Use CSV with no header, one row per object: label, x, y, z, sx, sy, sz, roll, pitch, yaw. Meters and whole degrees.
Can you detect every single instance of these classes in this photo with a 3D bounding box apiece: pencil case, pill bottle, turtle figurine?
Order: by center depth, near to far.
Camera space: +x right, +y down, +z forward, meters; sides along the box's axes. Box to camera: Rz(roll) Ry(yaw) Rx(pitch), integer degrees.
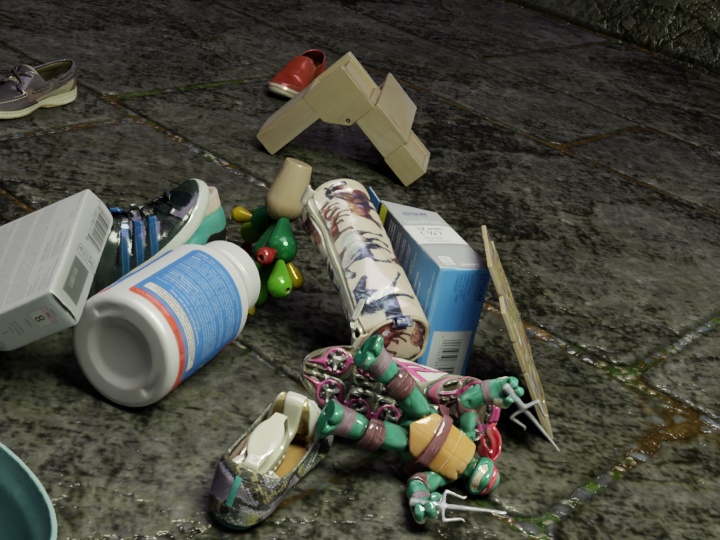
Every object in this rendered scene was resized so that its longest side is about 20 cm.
turtle figurine,0.067,0.150,1.005,0.199,0.101,0.151,32,65,-10
pill bottle,-0.176,0.041,1.108,0.111,0.114,0.200,20,26,17
pencil case,0.000,0.000,1.159,0.089,0.078,0.201,21,36,-47

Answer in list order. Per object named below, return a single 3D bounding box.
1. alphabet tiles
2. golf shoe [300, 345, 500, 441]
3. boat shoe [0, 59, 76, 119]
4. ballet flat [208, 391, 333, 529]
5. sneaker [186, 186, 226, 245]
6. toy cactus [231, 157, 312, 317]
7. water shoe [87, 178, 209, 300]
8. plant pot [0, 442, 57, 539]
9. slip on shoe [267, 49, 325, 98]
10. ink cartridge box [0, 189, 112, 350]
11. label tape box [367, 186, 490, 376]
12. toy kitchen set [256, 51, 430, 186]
alphabet tiles,0.156,0.061,1.147,0.006,0.202,0.167,-18,23,10
golf shoe,0.029,0.118,1.091,0.198,0.074,0.092,17,-5,-21
boat shoe,-0.489,-0.268,1.680,0.071,0.066,0.199,25,28,23
ballet flat,-0.066,0.145,0.992,0.071,0.073,0.200,18,25,12
sneaker,-0.229,-0.016,1.265,0.199,0.081,0.071,-29,26,-26
toy cactus,-0.103,-0.044,1.261,0.101,0.167,0.200,19,13,-10
water shoe,-0.238,-0.035,1.165,0.200,0.079,0.071,-45,32,-15
plant pot,-0.304,0.178,0.695,0.199,0.135,0.200,29,13,-7
slip on shoe,-0.110,-0.346,2.031,0.073,0.062,0.200,19,27,12
ink cartridge box,-0.337,0.016,1.075,0.198,0.057,0.163,-24,34,18
label tape box,0.057,0.016,1.232,0.065,0.145,0.200,1,27,-22
toy kitchen set,-0.016,-0.210,1.772,0.200,0.180,0.164,49,23,-15
